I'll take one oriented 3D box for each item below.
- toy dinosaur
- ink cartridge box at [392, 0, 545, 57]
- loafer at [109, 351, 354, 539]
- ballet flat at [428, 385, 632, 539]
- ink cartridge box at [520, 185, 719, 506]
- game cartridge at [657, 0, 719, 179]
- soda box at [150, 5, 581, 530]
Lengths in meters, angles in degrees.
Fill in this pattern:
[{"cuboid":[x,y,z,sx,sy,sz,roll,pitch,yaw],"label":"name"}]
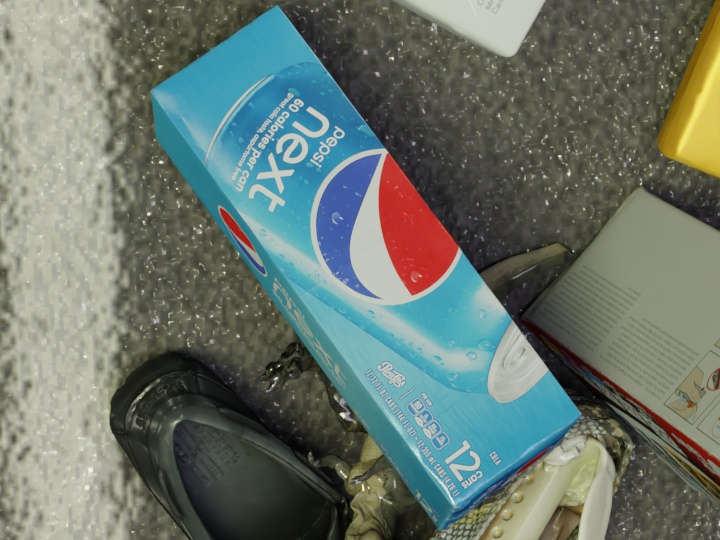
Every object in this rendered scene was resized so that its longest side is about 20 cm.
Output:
[{"cuboid":[0.015,0.043,0.992,0.088,0.047,0.201,42,60,-22],"label":"toy dinosaur"},{"cuboid":[-0.012,-0.197,0.879,0.199,0.145,0.146,28,96,-24],"label":"ink cartridge box"},{"cuboid":[-0.031,0.118,1.007,0.068,0.070,0.201,-42,115,-3],"label":"loafer"},{"cuboid":[0.056,0.134,1.005,0.072,0.072,0.201,45,66,-25],"label":"ballet flat"},{"cuboid":[0.185,0.071,0.996,0.084,0.200,0.176,-48,114,-2],"label":"ink cartridge box"},{"cuboid":[0.245,-0.112,1.017,0.175,0.032,0.201,20,107,-4],"label":"game cartridge"},{"cuboid":[0.000,0.000,0.931,0.064,0.068,0.200,-35,81,-10],"label":"soda box"}]
